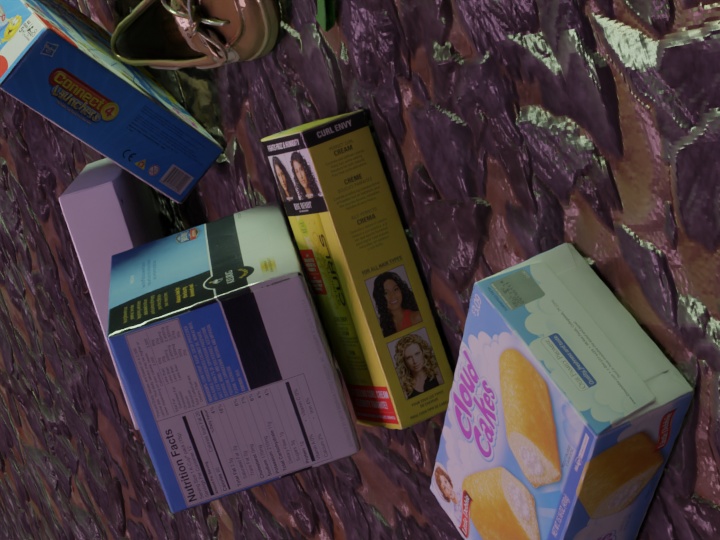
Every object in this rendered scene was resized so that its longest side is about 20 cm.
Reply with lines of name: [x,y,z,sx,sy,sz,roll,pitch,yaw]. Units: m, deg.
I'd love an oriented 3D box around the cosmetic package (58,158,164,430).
cosmetic package: [-0.185,0.013,1.544,0.151,0.052,0.200,-97,-9,-78]

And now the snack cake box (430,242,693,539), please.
snack cake box: [0.105,0.096,1.041,0.115,0.067,0.200,52,152,31]

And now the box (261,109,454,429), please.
box: [0.000,0.000,1.205,0.075,0.050,0.200,-1,110,65]

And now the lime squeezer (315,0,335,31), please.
lime squeezer: [-0.009,-0.195,1.070,0.071,0.038,0.200,67,156,2]

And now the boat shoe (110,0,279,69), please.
boat shoe: [-0.113,-0.168,1.287,0.200,0.063,0.073,-12,99,66]

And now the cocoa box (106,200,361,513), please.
cocoa box: [-0.090,0.052,1.258,0.200,0.131,0.134,-113,5,-73]

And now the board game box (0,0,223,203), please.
board game box: [-0.225,-0.158,1.408,0.200,0.056,0.196,34,-171,-48]
